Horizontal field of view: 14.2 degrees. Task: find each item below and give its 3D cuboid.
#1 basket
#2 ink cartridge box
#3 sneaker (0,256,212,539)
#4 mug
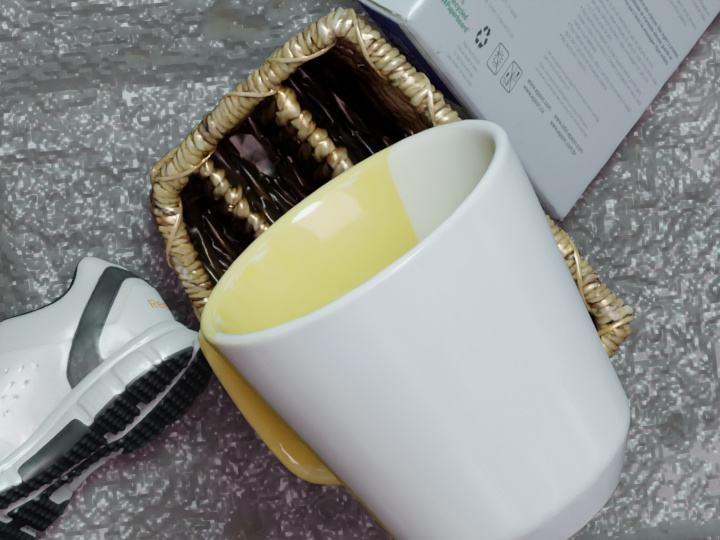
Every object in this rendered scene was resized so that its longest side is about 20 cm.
[{"bbox_3d":[0.000,0.000,1.299,0.143,0.149,0.200,-42,95,-7],"label":"basket"},{"bbox_3d":[0.103,-0.149,1.306,0.043,0.196,0.200,31,81,35],"label":"ink cartridge box"},{"bbox_3d":[-0.163,0.075,1.324,0.200,0.074,0.080,-38,65,-2],"label":"sneaker"},{"bbox_3d":[0.031,0.038,1.214,0.149,0.187,0.154,-37,108,-6],"label":"mug"}]
